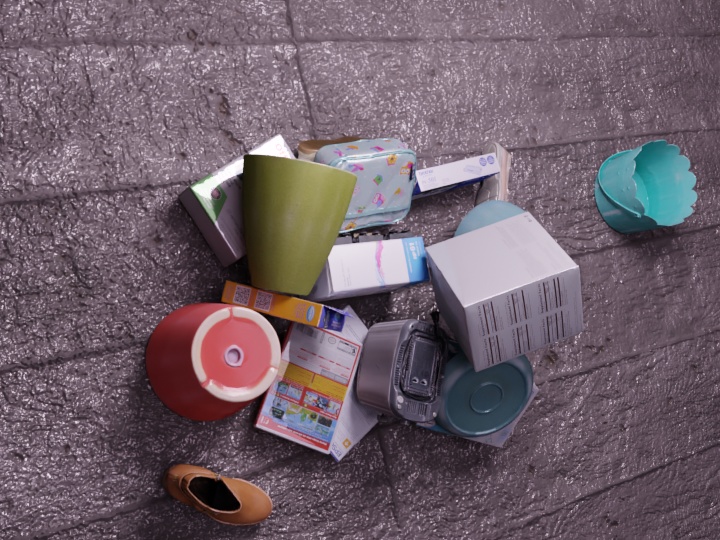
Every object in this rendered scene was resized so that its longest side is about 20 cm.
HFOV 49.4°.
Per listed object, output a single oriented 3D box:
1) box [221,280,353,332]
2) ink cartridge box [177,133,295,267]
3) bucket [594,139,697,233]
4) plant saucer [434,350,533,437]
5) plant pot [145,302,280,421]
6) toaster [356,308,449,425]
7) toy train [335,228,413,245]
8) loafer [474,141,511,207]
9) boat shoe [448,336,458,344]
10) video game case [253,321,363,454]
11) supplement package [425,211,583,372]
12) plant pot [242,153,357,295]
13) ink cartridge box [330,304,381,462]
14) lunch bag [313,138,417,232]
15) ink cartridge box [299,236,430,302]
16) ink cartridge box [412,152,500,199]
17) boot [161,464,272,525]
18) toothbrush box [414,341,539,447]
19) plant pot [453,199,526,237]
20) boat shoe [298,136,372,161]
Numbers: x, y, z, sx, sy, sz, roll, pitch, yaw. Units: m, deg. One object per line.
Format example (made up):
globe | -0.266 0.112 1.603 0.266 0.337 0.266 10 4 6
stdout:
box | -0.113 0.062 1.278 0.198 0.119 0.042 15 87 20
ink cartridge box | -0.187 -0.123 1.351 0.200 0.084 0.147 -37 99 -28
bucket | 0.641 -0.184 1.774 0.205 0.135 0.209 6 78 -28
plant saucer | 0.220 0.220 1.388 0.198 0.027 0.202 -7 118 -13
plant pot | -0.222 0.138 1.232 0.199 0.177 0.203 5 79 -26
toaster | 0.070 0.163 1.352 0.113 0.129 0.202 17 76 -34
toy train | 0.009 -0.056 1.466 0.198 0.046 0.034 -5 87 -30
loafer | 0.284 -0.167 1.622 0.062 0.072 0.202 18 70 -31
boat shoe | 0.157 0.157 1.495 0.198 0.072 0.068 16 37 -21
video game case | -0.086 0.195 1.341 0.142 0.017 0.202 25 71 -20
supplement package | 0.242 0.033 1.333 0.198 0.192 0.148 -19 125 -5
plant pot | -0.111 -0.067 1.250 0.186 0.187 0.202 9 91 -26
ink cartridge box | -0.037 0.199 1.397 0.200 0.043 0.197 -41 100 -24
lunch bag | 0.010 -0.153 1.431 0.198 0.077 0.162 -11 123 -27
ink cartridge box | 0.000 0.000 1.393 0.198 0.144 0.086 -8 84 -29
ink cartridge box | 0.169 -0.183 1.547 0.199 0.094 0.045 -17 88 -30
boot | -0.205 0.350 1.213 0.199 0.155 0.077 32 67 -19
toothbrush box | 0.205 0.230 1.454 0.199 0.085 0.147 19 112 -25
plant pot | 0.294 -0.027 1.523 0.198 0.134 0.202 -8 107 -29
boat shoe | -0.029 -0.208 1.468 0.199 0.072 0.066 -9 121 -34
